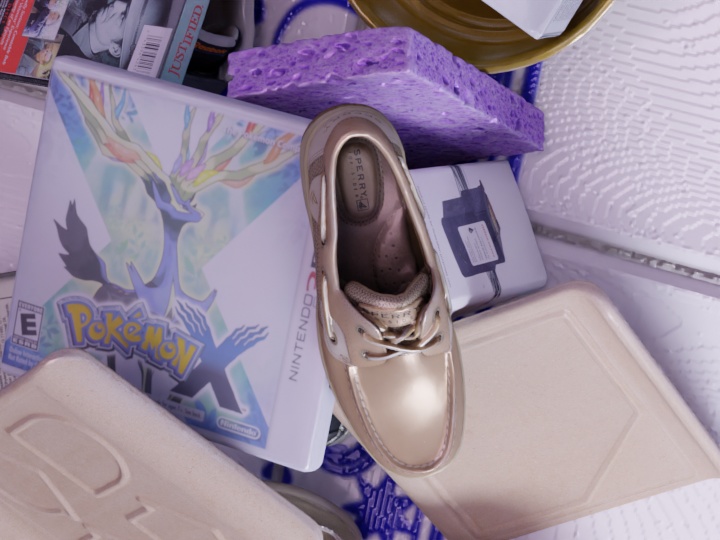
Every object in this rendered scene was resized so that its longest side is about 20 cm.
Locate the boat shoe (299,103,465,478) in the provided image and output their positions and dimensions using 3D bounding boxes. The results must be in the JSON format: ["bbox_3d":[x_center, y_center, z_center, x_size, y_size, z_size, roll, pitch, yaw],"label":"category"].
[{"bbox_3d":[0.010,0.018,1.178,0.071,0.065,0.200,-16,104,-3],"label":"boat shoe"}]

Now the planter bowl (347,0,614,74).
[{"bbox_3d":[0.082,-0.215,1.332,0.200,0.083,0.201,3,98,25],"label":"planter bowl"}]

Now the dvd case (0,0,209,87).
[{"bbox_3d":[-0.161,-0.178,1.421,0.200,0.022,0.146,12,82,45],"label":"dvd case"}]

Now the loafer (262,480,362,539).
[{"bbox_3d":[-0.093,0.169,1.425,0.200,0.068,0.076,12,127,-17],"label":"loafer"}]

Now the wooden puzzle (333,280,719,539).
[{"bbox_3d":[0.093,0.084,1.345,0.200,0.037,0.185,-17,133,27],"label":"wooden puzzle"}]

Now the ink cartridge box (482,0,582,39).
[{"bbox_3d":[0.086,-0.255,1.256,0.174,0.044,0.200,37,110,15],"label":"ink cartridge box"}]

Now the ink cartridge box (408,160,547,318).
[{"bbox_3d":[0.000,0.000,1.336,0.145,0.200,0.084,-19,86,26],"label":"ink cartridge box"}]

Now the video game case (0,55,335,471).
[{"bbox_3d":[-0.094,-0.006,1.256,0.200,0.022,0.183,16,102,23],"label":"video game case"}]

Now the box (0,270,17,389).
[{"bbox_3d":[-0.238,0.067,1.503,0.200,0.109,0.128,-8,94,26],"label":"box"}]

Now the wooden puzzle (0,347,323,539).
[{"bbox_3d":[-0.135,0.121,1.298,0.185,0.046,0.200,38,143,-15],"label":"wooden puzzle"}]

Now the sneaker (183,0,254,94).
[{"bbox_3d":[-0.124,-0.127,1.434,0.079,0.078,0.200,38,111,39],"label":"sneaker"}]

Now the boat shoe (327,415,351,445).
[{"bbox_3d":[-0.071,0.023,1.445,0.072,0.068,0.200,-35,80,26],"label":"boat shoe"}]

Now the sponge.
[{"bbox_3d":[0.019,-0.093,1.315,0.111,0.200,0.030,-7,76,24],"label":"sponge"}]
